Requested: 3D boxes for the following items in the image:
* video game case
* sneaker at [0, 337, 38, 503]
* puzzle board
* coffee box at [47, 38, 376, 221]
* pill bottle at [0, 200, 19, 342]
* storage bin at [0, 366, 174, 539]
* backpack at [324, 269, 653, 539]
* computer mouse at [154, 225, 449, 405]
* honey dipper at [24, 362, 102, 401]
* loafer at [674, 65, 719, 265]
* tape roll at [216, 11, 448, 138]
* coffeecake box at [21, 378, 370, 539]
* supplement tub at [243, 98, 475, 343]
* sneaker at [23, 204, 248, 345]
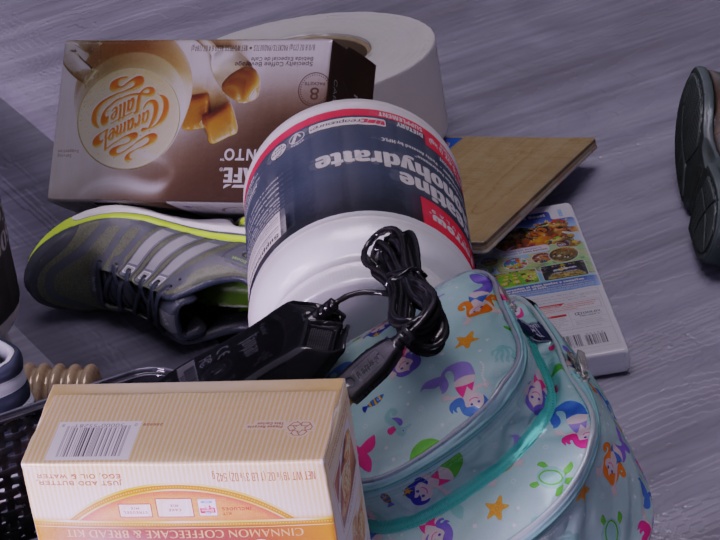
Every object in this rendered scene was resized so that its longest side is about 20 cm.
[{"bbox_3d":[0.085,0.019,1.801,0.143,0.018,0.200,-10,30,-2],"label":"video game case"},{"bbox_3d":[-0.287,0.087,1.677,0.199,0.109,0.070,-4,29,7],"label":"sneaker"},{"bbox_3d":[0.057,-0.051,1.908,0.150,0.017,0.200,2,23,27],"label":"puzzle board"},{"bbox_3d":[-0.099,-0.092,1.867,0.199,0.115,0.080,2,-9,23],"label":"coffee box"},{"bbox_3d":[-0.277,-0.009,1.752,0.116,0.201,0.117,-6,30,3],"label":"pill bottle"},{"bbox_3d":[-0.163,0.145,1.553,0.199,0.094,0.135,-19,31,-24],"label":"storage bin"},{"bbox_3d":[0.058,0.111,1.511,0.177,0.151,0.200,-33,38,4],"label":"backpack"},{"bbox_3d":[-0.034,0.064,1.485,0.200,0.046,0.140,-35,24,0],"label":"computer mouse"},{"bbox_3d":[-0.113,0.076,1.730,0.199,0.038,0.038,0,30,11],"label":"honey dipper"},{"bbox_3d":[0.252,-0.065,1.877,0.063,0.072,0.200,11,36,-7],"label":"loafer"},{"bbox_3d":[-0.039,-0.120,2.001,0.202,0.071,0.203,-8,22,3],"label":"tape roll"},{"bbox_3d":[-0.073,0.157,1.409,0.153,0.201,0.073,-2,32,11],"label":"coffeecake box"},{"bbox_3d":[0.000,0.000,1.695,0.140,0.141,0.200,-7,34,1],"label":"supplement tub"},{"bbox_3d":[-0.129,0.007,1.824,0.199,0.074,0.081,-2,35,16],"label":"sneaker"}]
